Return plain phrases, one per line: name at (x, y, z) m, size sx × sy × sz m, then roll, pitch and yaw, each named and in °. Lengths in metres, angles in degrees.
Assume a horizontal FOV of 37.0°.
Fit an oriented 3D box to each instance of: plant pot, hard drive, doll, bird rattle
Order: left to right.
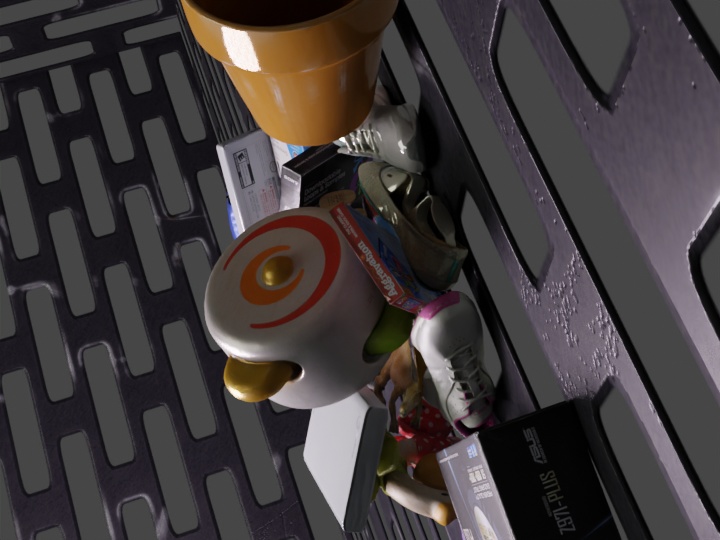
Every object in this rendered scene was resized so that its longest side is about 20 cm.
plant pot at (-0.056, -0.224, 1.018) m, size 0.184 × 0.199 × 0.201 m, roll 79°, pitch 169°, yaw -52°
hard drive at (-0.020, 0.180, 1.163) m, size 0.200 × 0.026 × 0.133 m, roll -143°, pitch 63°, yaw -72°
doll at (0.000, 0.000, 1.257) m, size 0.137 × 0.048 × 0.201 m, roll -118°, pitch 9°, yaw -49°
bird rattle at (0.072, 0.227, 1.209) m, size 0.163 × 0.200 × 0.113 m, roll 28°, pitch 108°, yaw 30°

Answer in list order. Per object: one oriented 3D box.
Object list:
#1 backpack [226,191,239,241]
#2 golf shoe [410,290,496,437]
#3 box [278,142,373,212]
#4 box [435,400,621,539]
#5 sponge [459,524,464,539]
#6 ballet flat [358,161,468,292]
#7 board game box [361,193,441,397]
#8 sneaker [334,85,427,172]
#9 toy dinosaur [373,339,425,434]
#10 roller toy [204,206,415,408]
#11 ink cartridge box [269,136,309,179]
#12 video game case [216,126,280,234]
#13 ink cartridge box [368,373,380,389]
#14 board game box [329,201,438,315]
backpack at (-0.122, -0.101, 1.672) m, size 0.200 × 0.167 × 0.164 m, roll -107°, pitch 11°, yaw -71°
golf shoe at (0.102, 0.097, 1.058) m, size 0.092 × 0.075 × 0.200 m, roll 56°, pitch 170°, yaw 35°
box at (-0.044, -0.066, 1.275) m, size 0.036 × 0.143 × 0.201 m, roll 30°, pitch 134°, yaw 23°
box at (0.145, 0.215, 0.937) m, size 0.200 × 0.086 × 0.165 m, roll 114°, pitch 138°, yaw -75°
sponge at (0.158, 0.334, 1.229) m, size 0.200 × 0.030 × 0.112 m, roll -124°, pitch 20°, yaw -62°
ballet flat at (0.058, -0.062, 1.088) m, size 0.063 × 0.067 × 0.200 m, roll -62°, pitch 40°, yaw 33°
board game box at (0.054, 0.025, 1.262) m, size 0.153 × 0.040 × 0.201 m, roll -118°, pitch 15°, yaw -48°
sneaker at (0.013, -0.138, 1.108) m, size 0.200 × 0.080 × 0.071 m, roll -133°, pitch 29°, yaw -65°
toy dinosaur at (0.042, 0.104, 1.151) m, size 0.200 × 0.058 × 0.102 m, roll -112°, pitch 22°, yaw -55°
roller toy at (-0.062, 0.035, 1.102) m, size 0.140 × 0.199 × 0.183 m, roll 56°, pitch -179°, yaw -46°
ink cartridge box at (-0.047, -0.106, 1.438) m, size 0.146 × 0.084 × 0.201 m, roll 37°, pitch 142°, yaw 60°
video game case at (-0.102, -0.113, 1.510) m, size 0.023 × 0.181 × 0.201 m, roll 18°, pitch 128°, yaw 49°
ink cartridge box at (-0.051, 0.067, 1.356) m, size 0.200 × 0.161 × 0.050 m, roll -114°, pitch 46°, yaw -68°
board game box at (0.032, -0.004, 1.040) m, size 0.103 × 0.019 × 0.200 m, roll 55°, pitch -171°, yaw 15°
